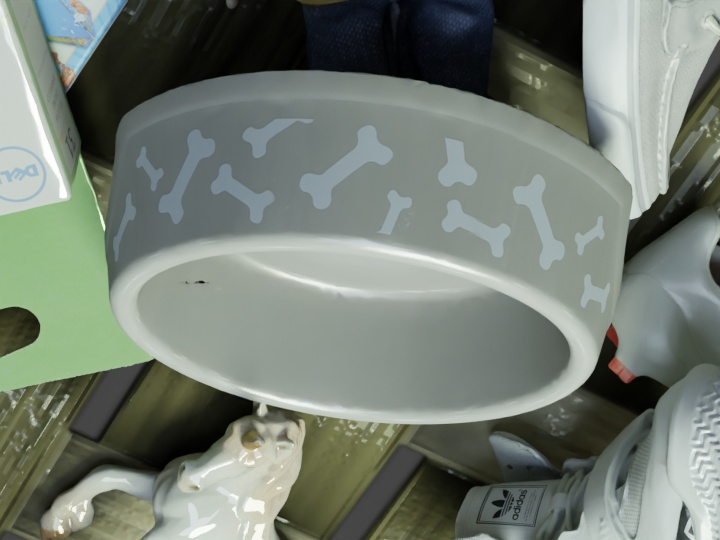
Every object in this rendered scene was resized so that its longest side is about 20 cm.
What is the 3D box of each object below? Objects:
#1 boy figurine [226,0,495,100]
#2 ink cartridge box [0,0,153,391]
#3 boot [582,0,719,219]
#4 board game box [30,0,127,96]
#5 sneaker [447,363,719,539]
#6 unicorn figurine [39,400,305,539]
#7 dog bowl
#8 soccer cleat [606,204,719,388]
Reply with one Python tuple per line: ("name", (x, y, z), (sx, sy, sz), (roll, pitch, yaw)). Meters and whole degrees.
("boy figurine", (0.009, -0.127, 0.766), (0.124, 0.065, 0.200), (-5, 125, 6))
("ink cartridge box", (-0.171, -0.023, 0.798), (0.145, 0.048, 0.200), (-12, 120, 6))
("boot", (0.127, -0.108, 0.771), (0.095, 0.074, 0.201), (1, 121, 7))
("board game box", (-0.179, -0.134, 0.775), (0.200, 0.034, 0.135), (30, 117, -18))
("sneaker", (0.093, 0.096, 0.866), (0.115, 0.075, 0.200), (18, 146, 15))
("unicorn figurine", (-0.065, 0.120, 0.923), (0.137, 0.074, 0.200), (-21, 136, 12))
("dog bowl", (0.000, 0.000, 0.786), (0.199, 0.059, 0.200), (6, 157, 2))
("soccer cleat", (0.188, 0.051, 0.879), (0.200, 0.069, 0.078), (33, 113, -16))
